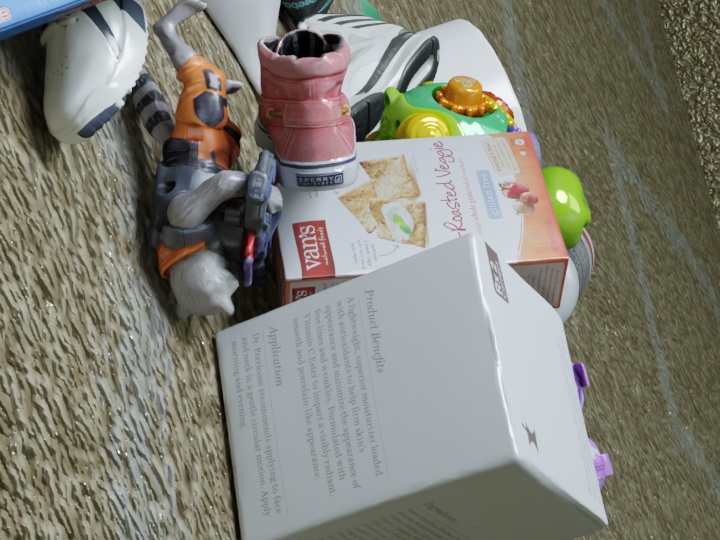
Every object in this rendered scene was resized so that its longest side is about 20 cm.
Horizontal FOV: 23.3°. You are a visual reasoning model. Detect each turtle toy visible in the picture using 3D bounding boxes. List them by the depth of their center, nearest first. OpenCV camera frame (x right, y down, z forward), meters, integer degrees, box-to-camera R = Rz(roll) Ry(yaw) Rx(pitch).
[{"bbox_3d":[0.096,-0.081,1.394,0.200,0.101,0.146,43,-13,-11],"label":"turtle toy"}]

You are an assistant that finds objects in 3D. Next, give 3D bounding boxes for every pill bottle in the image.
[{"bbox_3d":[0.173,0.007,1.786,0.111,0.111,0.200,67,19,-7],"label":"pill bottle"}]

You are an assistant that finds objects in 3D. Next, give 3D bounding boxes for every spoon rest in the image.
[{"bbox_3d":[-0.081,-0.203,1.390,0.099,0.061,0.200,-28,92,-43],"label":"spoon rest"}]

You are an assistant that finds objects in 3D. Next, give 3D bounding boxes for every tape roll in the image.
[{"bbox_3d":[0.090,-0.128,1.625,0.202,0.071,0.203,160,-90,-78],"label":"tape roll"}]

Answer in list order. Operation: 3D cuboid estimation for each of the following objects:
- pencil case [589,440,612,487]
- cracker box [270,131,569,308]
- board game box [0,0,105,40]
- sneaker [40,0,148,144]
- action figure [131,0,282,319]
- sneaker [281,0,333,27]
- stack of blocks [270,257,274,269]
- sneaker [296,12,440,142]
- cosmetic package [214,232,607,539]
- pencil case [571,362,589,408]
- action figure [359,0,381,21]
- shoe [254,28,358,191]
[{"bbox_3d":[0.167,0.192,1.598,0.200,0.085,0.084,-6,77,-71],"label":"pencil case"},{"bbox_3d":[0.035,-0.031,1.243,0.058,0.200,0.134,93,-11,-46],"label":"cracker box"},{"bbox_3d":[-0.178,-0.224,0.993,0.200,0.045,0.152,-26,97,-29],"label":"board game box"},{"bbox_3d":[-0.193,-0.183,1.055,0.129,0.079,0.199,26,66,-36],"label":"sneaker"},{"bbox_3d":[-0.107,-0.053,1.170,0.200,0.104,0.194,98,-12,-64],"label":"action figure"},{"bbox_3d":[-0.049,-0.293,1.577,0.200,0.075,0.079,-79,157,-46],"label":"sneaker"},{"bbox_3d":[0.000,0.000,1.400,0.115,0.058,0.200,66,19,-12],"label":"stack of blocks"},{"bbox_3d":[-0.028,-0.148,1.479,0.201,0.115,0.076,-48,152,-37],"label":"sneaker"},{"bbox_3d":[0.034,0.106,1.170,0.165,0.200,0.165,40,35,-54],"label":"cosmetic package"},{"bbox_3d":[0.142,0.104,1.550,0.200,0.085,0.084,-154,-132,-85],"label":"pencil case"},{"bbox_3d":[0.033,-0.140,1.562,0.118,0.055,0.200,70,-6,-51],"label":"action figure"},{"bbox_3d":[-0.037,-0.122,1.191,0.200,0.071,0.091,-111,-162,-72],"label":"shoe"}]
